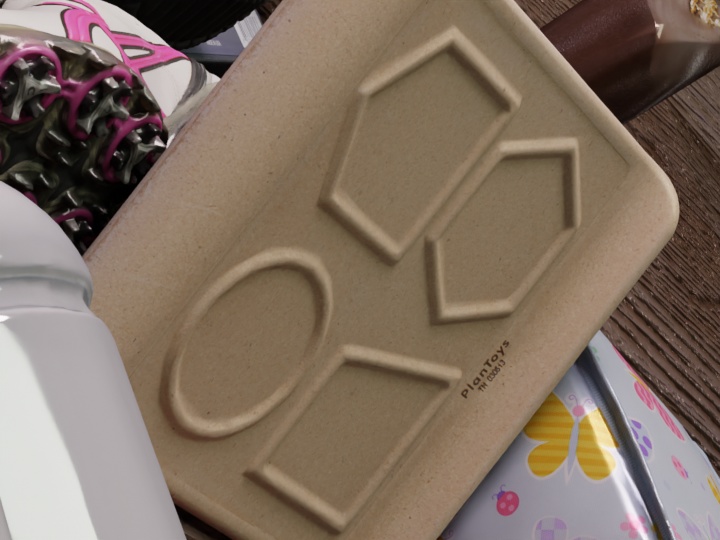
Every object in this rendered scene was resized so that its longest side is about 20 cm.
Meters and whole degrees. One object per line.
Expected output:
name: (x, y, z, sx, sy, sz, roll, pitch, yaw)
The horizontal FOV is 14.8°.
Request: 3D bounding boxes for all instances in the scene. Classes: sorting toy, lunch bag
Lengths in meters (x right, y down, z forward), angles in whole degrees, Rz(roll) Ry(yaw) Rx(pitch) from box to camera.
sorting toy: (0.000, 0.000, 0.874, 0.036, 0.185, 0.200, 37, -2, 40)
lunch bag: (0.084, 0.130, 0.996, 0.170, 0.127, 0.200, 44, 17, -53)

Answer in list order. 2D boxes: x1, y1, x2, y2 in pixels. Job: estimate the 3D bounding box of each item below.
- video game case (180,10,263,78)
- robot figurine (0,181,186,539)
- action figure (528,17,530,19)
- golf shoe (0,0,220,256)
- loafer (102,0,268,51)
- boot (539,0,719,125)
video game case: (-0.099, -0.166, 1.044, 0.200, 0.019, 0.143, 65, 17, 5)
robot figurine: (-0.095, 0.060, 0.583, 0.170, 0.113, 0.201, 129, -58, -66)
action figure: (0.024, -0.123, 1.124, 0.134, 0.148, 0.201, -88, 171, -71)
golf shoe: (-0.095, -0.047, 0.830, 0.092, 0.073, 0.200, 44, 9, 21)
loafer: (-0.081, -0.124, 0.917, 0.200, 0.073, 0.071, 4, 57, -61)
boot: (0.037, -0.041, 0.959, 0.064, 0.200, 0.186, 60, 18, -12)
